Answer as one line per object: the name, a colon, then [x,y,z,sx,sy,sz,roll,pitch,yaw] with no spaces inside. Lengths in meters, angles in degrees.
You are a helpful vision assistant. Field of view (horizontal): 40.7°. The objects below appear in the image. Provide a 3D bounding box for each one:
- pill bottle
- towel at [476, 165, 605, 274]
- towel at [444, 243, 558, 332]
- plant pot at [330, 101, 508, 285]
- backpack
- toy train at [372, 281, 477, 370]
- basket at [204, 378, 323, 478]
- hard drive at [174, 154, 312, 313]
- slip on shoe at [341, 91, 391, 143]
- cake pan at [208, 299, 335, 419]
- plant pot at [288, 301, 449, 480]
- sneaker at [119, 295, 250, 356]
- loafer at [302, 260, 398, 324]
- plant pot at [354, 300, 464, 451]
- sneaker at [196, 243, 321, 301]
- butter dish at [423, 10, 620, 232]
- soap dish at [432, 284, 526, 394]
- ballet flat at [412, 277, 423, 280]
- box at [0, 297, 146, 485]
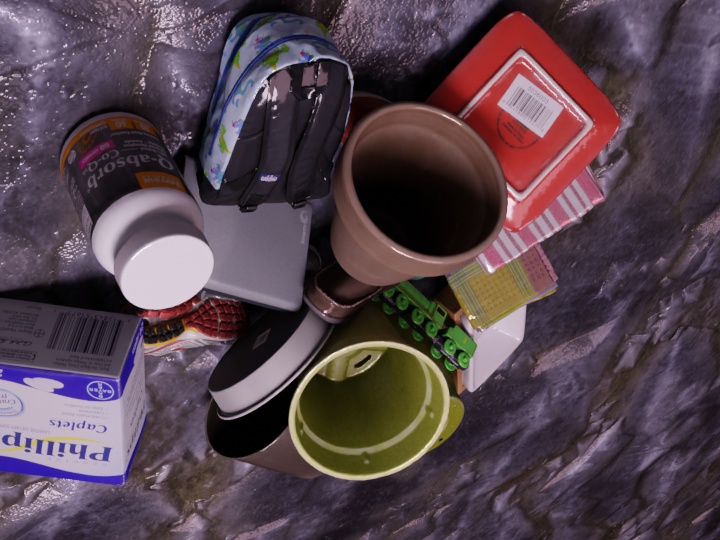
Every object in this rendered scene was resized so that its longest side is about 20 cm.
pill bottle: [-0.227,-0.062,0.990,0.116,0.200,0.117,-20,140,-18]
towel: [0.215,-0.106,1.321,0.199,0.147,0.030,-33,179,0]
towel: [0.172,-0.028,1.341,0.143,0.201,0.023,-30,180,-11]
plant pot: [0.044,-0.068,1.122,0.199,0.202,0.175,-12,163,-26]
backpack: [-0.088,-0.174,1.037,0.162,0.155,0.200,-7,156,-24]
toy train: [0.089,0.066,1.352,0.200,0.057,0.042,43,144,-21]
basket: [-0.112,0.225,1.425,0.181,0.136,0.200,-50,147,-9]
hard drive: [-0.143,-0.038,1.142,0.033,0.141,0.199,-6,163,43]
slip on shoe: [0.034,-0.159,1.180,0.199,0.061,0.074,22,117,-37]
cake pan: [-0.115,0.101,1.219,0.200,0.200,0.037,-39,106,6]
plant pot: [-0.005,0.131,1.249,0.199,0.184,0.202,-5,118,-10]
sneaker: [-0.229,0.065,1.236,0.199,0.078,0.082,-2,160,-40]
loafer: [0.000,0.000,1.219,0.200,0.073,0.071,-35,162,-52]
plant pot: [0.053,0.162,1.426,0.199,0.193,0.201,-20,139,-18]
sneaker: [-0.132,0.013,1.228,0.199,0.082,0.077,-6,133,-31]
butter dish: [0.183,-0.185,1.209,0.200,0.148,0.200,42,97,-10]
soap dish: [0.182,0.074,1.486,0.157,0.081,0.201,-41,146,-26]
ballet flat: [0.133,-0.045,1.384,0.199,0.068,0.070,-25,165,-11]
box: [-0.353,0.144,1.134,0.182,0.105,0.201,7,133,-2]
